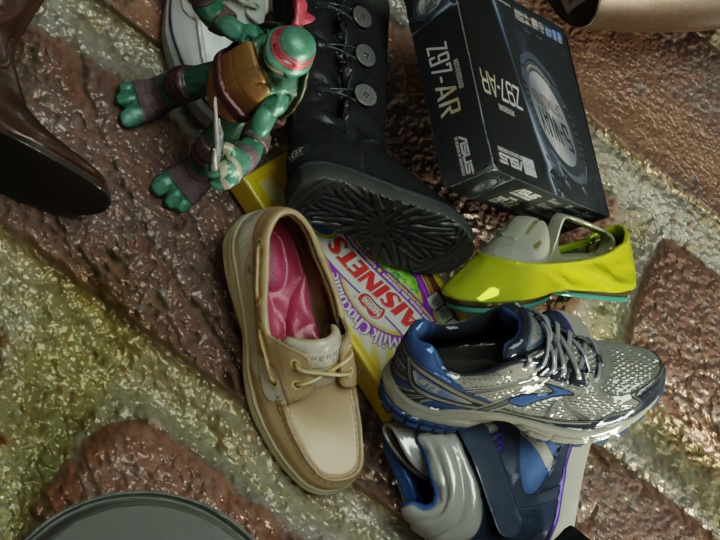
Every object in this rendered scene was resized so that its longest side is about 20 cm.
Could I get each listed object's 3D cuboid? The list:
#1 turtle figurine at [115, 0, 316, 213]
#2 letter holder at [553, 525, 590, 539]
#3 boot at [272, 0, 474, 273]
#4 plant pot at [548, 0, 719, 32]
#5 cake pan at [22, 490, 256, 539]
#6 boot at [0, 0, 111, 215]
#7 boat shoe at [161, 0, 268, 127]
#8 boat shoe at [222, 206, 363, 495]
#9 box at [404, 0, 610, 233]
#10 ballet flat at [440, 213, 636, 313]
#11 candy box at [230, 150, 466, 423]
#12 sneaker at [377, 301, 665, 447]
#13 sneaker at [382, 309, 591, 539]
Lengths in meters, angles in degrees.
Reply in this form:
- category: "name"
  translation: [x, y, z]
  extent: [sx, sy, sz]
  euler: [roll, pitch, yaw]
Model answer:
- category: "turtle figurine"
  translation: [-0.087, -0.121, 1.361]
  extent: [0.100, 0.200, 0.150]
  euler: [0, 70, -32]
- category: "letter holder"
  translation: [0.106, 0.285, 1.358]
  extent: [0.100, 0.143, 0.200]
  euler: [37, 32, 15]
- category: "boot"
  translation: [0.009, -0.111, 1.484]
  extent: [0.164, 0.066, 0.201]
  euler: [27, 42, -37]
- category: "plant pot"
  translation: [0.248, -0.267, 1.667]
  extent: [0.199, 0.187, 0.188]
  euler: [-21, 82, -21]
- category: "cake pan"
  translation: [-0.132, 0.228, 1.245]
  extent: [0.199, 0.037, 0.201]
  euler: [3, 72, -8]
- category: "boot"
  translation: [-0.222, -0.155, 1.383]
  extent: [0.186, 0.064, 0.201]
  euler: [31, 52, -21]
- category: "boat shoe"
  translation: [-0.102, -0.201, 1.469]
  extent: [0.073, 0.067, 0.201]
  euler: [0, 71, -32]
- category: "boat shoe"
  translation: [-0.040, 0.052, 1.390]
  extent: [0.073, 0.069, 0.201]
  euler: [-17, 87, -28]
- category: "box"
  translation: [0.109, -0.123, 1.531]
  extent: [0.200, 0.043, 0.161]
  euler: [17, 58, -58]
- category: "ballet flat"
  translation: [0.134, -0.008, 1.524]
  extent: [0.199, 0.067, 0.067]
  euler: [-3, 103, -44]
- category: "candy box"
  translation: [0.000, 0.000, 1.475]
  extent: [0.102, 0.026, 0.200]
  euler: [-34, 90, -35]
- category: "sneaker"
  translation: [0.115, 0.066, 1.396]
  extent: [0.199, 0.085, 0.077]
  euler: [-1, 47, -11]
- category: "sneaker"
  translation: [0.086, 0.104, 1.451]
  extent: [0.146, 0.080, 0.201]
  euler: [21, 66, -29]
